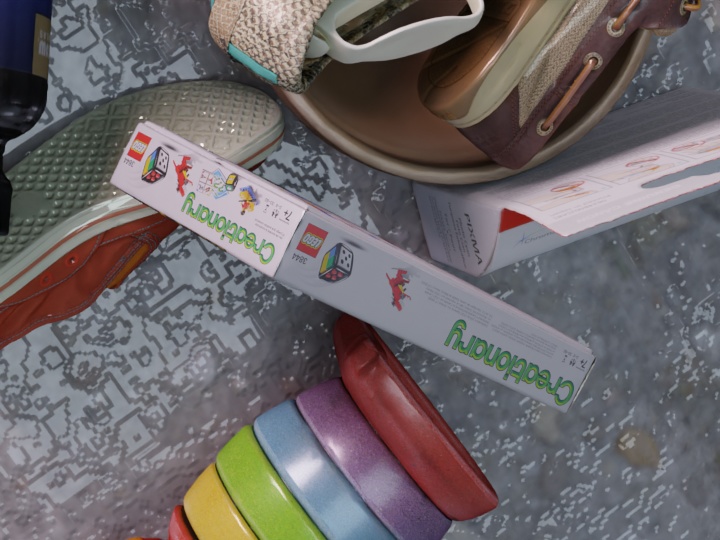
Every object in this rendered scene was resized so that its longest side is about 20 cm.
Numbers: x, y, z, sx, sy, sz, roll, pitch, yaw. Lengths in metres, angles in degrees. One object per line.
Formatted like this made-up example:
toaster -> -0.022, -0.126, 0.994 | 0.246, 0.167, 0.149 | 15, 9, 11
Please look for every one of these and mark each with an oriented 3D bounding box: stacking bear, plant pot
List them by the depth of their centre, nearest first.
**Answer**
plant pot -> 0.033, -0.143, 0.892 | 0.200, 0.093, 0.201 | -2, 98, -16
stacking bear -> -0.045, 0.128, 0.905 | 0.200, 0.121, 0.114 | -38, 99, 1

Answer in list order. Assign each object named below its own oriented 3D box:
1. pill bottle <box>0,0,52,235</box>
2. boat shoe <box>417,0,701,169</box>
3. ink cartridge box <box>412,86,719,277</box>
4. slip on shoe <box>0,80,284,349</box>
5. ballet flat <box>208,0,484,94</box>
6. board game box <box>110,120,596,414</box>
pill bottle -> -0.187, -0.117, 0.809 | 0.112, 0.112, 0.200 | 3, 90, -17
boat shoe -> 0.113, -0.130, 0.837 | 0.072, 0.072, 0.200 | 40, 89, -27
ink cartridge box -> 0.130, -0.036, 0.879 | 0.160, 0.200, 0.047 | -19, 104, -13
slip on shoe -> -0.122, -0.025, 0.884 | 0.200, 0.074, 0.061 | -34, 143, -16
ballet flat -> 0.031, -0.131, 0.791 | 0.200, 0.068, 0.075 | -36, 64, -23
board game box -> 0.000, 0.000, 0.847 | 0.200, 0.126, 0.035 | 26, 92, -43
